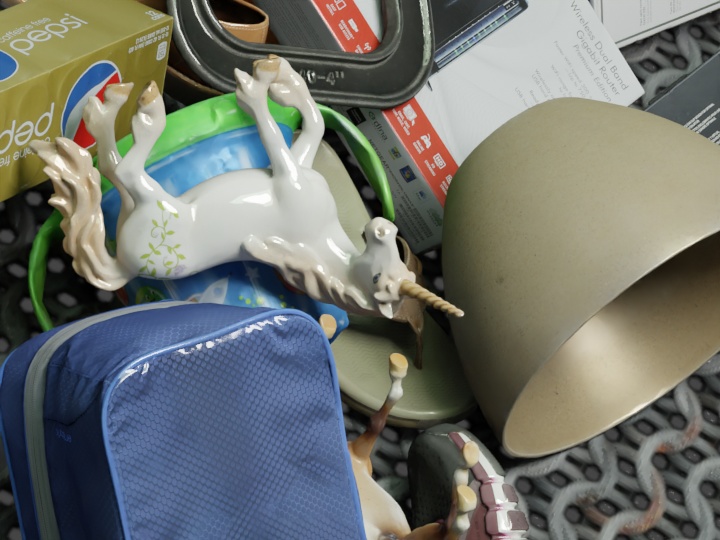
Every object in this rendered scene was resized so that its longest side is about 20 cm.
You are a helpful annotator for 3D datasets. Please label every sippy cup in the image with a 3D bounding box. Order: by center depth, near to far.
[{"bbox_3d":[-0.075,-0.006,1.440,0.139,0.178,0.131,-7,67,-58],"label":"sippy cup"}]

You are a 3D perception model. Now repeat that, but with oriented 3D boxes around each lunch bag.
[{"bbox_3d":[-0.087,0.115,1.320,0.135,0.132,0.201,-15,102,-32],"label":"lunch bag"}]

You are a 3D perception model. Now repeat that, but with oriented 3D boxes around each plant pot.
[{"bbox_3d":[0.120,-0.013,1.472,0.200,0.201,0.135,-22,64,-32],"label":"plant pot"}]

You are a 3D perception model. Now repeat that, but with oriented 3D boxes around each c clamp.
[{"bbox_3d":[-0.027,-0.170,1.498,0.199,0.027,0.172,-5,83,-36],"label":"c clamp"}]

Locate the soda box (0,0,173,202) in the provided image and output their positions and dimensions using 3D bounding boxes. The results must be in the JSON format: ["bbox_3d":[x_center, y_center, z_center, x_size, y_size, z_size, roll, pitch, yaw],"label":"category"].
[{"bbox_3d":[-0.180,-0.083,1.372,0.064,0.068,0.200,25,32,25],"label":"soda box"}]

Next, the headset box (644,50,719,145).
[{"bbox_3d":[0.256,-0.047,1.602,0.200,0.093,0.174,44,54,11],"label":"headset box"}]

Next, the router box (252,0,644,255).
[{"bbox_3d":[0.047,-0.139,1.581,0.179,0.049,0.200,-38,97,-36],"label":"router box"}]

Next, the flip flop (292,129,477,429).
[{"bbox_3d":[0.000,0.000,1.501,0.081,0.058,0.201,-15,67,-29],"label":"flip flop"}]

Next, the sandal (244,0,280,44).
[{"bbox_3d":[-0.098,-0.172,1.560,0.206,0.079,0.059,37,10,3],"label":"sandal"}]

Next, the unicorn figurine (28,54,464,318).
[{"bbox_3d":[-0.054,-0.035,1.357,0.199,0.074,0.138,-9,97,9],"label":"unicorn figurine"}]

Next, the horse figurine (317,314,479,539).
[{"bbox_3d":[0.011,0.117,1.346,0.050,0.133,0.200,-10,45,-37],"label":"horse figurine"}]

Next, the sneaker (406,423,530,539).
[{"bbox_3d":[0.032,0.173,1.387,0.115,0.076,0.201,-8,61,-22],"label":"sneaker"}]

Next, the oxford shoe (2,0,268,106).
[{"bbox_3d":[-0.140,-0.166,1.490,0.199,0.071,0.071,27,36,-11],"label":"oxford shoe"}]

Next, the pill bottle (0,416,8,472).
[{"bbox_3d":[-0.252,0.024,1.358,0.104,0.104,0.200,-24,68,-33],"label":"pill bottle"}]

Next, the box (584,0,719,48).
[{"bbox_3d":[0.196,-0.219,1.687,0.200,0.117,0.060,-24,32,-32],"label":"box"}]
